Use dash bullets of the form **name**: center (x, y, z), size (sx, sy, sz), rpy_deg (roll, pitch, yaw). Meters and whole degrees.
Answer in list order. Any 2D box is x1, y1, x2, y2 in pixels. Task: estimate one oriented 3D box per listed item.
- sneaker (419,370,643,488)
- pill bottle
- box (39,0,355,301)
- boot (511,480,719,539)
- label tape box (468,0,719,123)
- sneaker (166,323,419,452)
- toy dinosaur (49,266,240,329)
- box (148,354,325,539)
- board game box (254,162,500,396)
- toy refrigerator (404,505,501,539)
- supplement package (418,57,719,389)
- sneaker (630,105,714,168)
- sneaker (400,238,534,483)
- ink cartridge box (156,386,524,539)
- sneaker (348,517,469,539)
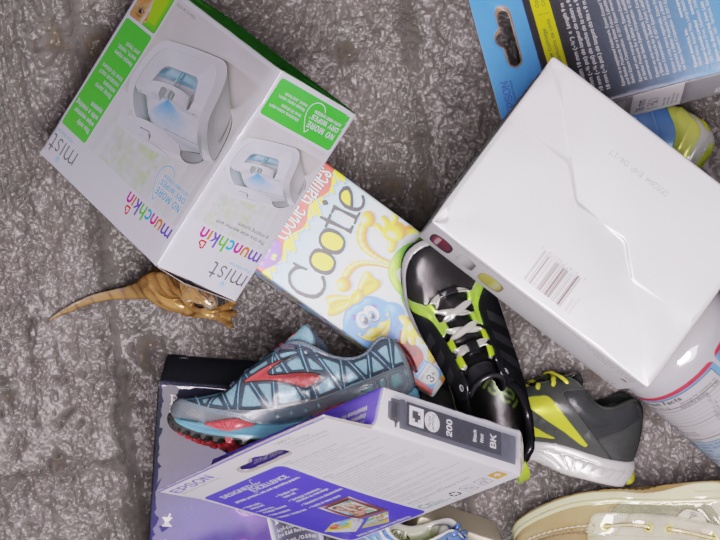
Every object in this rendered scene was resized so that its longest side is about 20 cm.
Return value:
- **sneaker**: center (0.144, 0.117, 1.738), size (0.199, 0.074, 0.085), rpy_deg (17, 93, -14)
- **pill bottle**: center (0.279, 0.078, 1.687), size (0.200, 0.109, 0.109), rpy_deg (40, 96, -23)
- **box**: center (-0.129, -0.105, 1.617), size (0.097, 0.200, 0.177), rpy_deg (27, 100, -46)
- **boot**: center (0.226, 0.261, 1.713), size (0.199, 0.072, 0.155), rpy_deg (-9, 64, 13)
- **label tape box**: center (0.191, -0.196, 1.661), size (0.199, 0.063, 0.145), rpy_deg (-14, 77, 0)
- **sneaker**: center (-0.052, 0.092, 1.622), size (0.199, 0.079, 0.096), rpy_deg (-4, 77, 5)
- **toy dinosaur**: center (-0.159, 0.013, 1.690), size (0.106, 0.200, 0.061), rpy_deg (11, 78, -33)
- **box**: center (-0.099, 0.179, 1.717), size (0.147, 0.104, 0.201), rpy_deg (3, 100, -2)
- **board game box**: center (0.000, 0.000, 1.683), size (0.200, 0.105, 0.103), rpy_deg (36, 86, -8)
- **toy refrigerator**: center (0.050, 0.302, 1.760), size (0.076, 0.070, 0.201), rpy_deg (19, 99, -5)
- **supplement package**: center (0.170, -0.031, 1.556), size (0.200, 0.111, 0.156), rpy_deg (37, 85, 0)
- **sneaker**: center (0.196, -0.063, 1.712), size (0.105, 0.076, 0.200), rpy_deg (41, 97, 11)
- **sneaker**: center (0.094, 0.066, 1.603), size (0.071, 0.083, 0.201), rpy_deg (-24, 95, -8)
- **ink cartridge box**: center (-0.016, 0.142, 1.552), size (0.200, 0.198, 0.044), rpy_deg (20, 57, -39)
- **sneaker**: center (0.080, 0.248, 1.682), size (0.199, 0.076, 0.077), rpy_deg (18, 100, -8)
